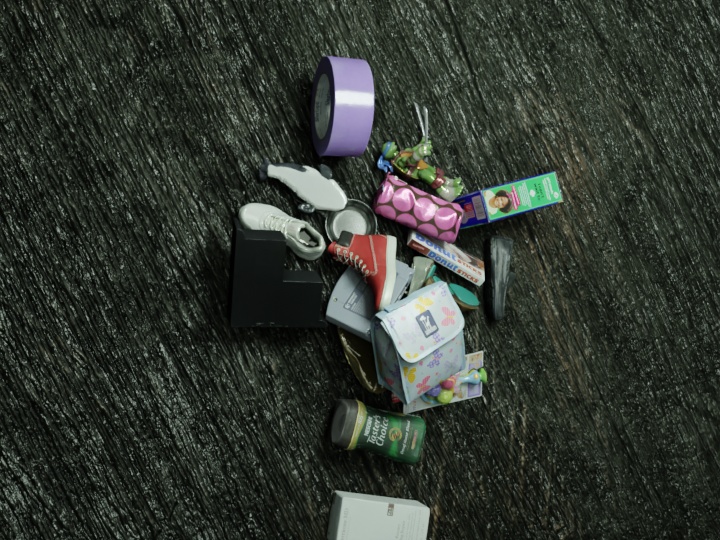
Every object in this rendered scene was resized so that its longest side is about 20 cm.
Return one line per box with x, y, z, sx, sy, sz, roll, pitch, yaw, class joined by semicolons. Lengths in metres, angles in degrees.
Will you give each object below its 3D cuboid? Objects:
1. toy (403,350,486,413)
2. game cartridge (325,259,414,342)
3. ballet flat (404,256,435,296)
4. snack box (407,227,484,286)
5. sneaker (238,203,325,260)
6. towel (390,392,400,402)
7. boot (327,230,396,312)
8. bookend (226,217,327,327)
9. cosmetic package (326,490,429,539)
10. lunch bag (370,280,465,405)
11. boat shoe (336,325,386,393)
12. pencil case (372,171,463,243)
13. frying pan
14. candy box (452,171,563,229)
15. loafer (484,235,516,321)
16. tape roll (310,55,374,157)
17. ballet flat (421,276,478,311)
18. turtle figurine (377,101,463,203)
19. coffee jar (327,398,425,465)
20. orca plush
0.192;0.255;1.480;0.198;0.047;0.116;-10;112;-22;toy
0.015;0.047;1.424;0.132;0.041;0.201;27;58;12;game cartridge
0.109;0.065;1.491;0.063;0.067;0.202;18;83;14;ballet flat
0.195;-0.038;1.523;0.199;0.024;0.072;29;36;-13;snack box
-0.156;-0.091;1.395;0.198;0.099;0.079;23;78;-15;sneaker
0.125;0.182;1.462;0.143;0.022;0.202;-12;113;-20;towel
0.000;0.000;1.384;0.143;0.073;0.201;8;46;-7;boot
-0.162;0.006;1.349;0.197;0.092;0.202;1;107;-16;bookend
0.038;0.531;1.409;0.198;0.074;0.103;12;81;-18;cosmetic package
0.116;0.139;1.340;0.169;0.127;0.202;-25;122;-27;lunch bag
-0.006;0.171;1.434;0.073;0.066;0.202;-19;82;-21;boat shoe
0.128;-0.136;1.469;0.198;0.091;0.094;23;91;-5;pencil case
-0.057;-0.101;1.464;0.188;0.031;0.116;4;81;-7;frying pan
0.324;-0.157;1.520;0.198;0.169;0.078;-18;93;-18;candy box
0.328;0.017;1.556;0.070;0.068;0.203;4;80;-8;loafer
-0.041;-0.341;1.405;0.084;0.200;0.202;-1;85;-18;tape roll
0.190;0.065;1.492;0.072;0.199;0.068;-44;58;19;ballet flat
0.157;-0.257;1.491;0.193;0.144;0.201;38;78;-13;turtle figurine
0.033;0.340;1.420;0.198;0.085;0.105;17;79;-15;coffee jar
-0.120;-0.177;1.438;0.198;0.071;0.106;9;92;2;orca plush
